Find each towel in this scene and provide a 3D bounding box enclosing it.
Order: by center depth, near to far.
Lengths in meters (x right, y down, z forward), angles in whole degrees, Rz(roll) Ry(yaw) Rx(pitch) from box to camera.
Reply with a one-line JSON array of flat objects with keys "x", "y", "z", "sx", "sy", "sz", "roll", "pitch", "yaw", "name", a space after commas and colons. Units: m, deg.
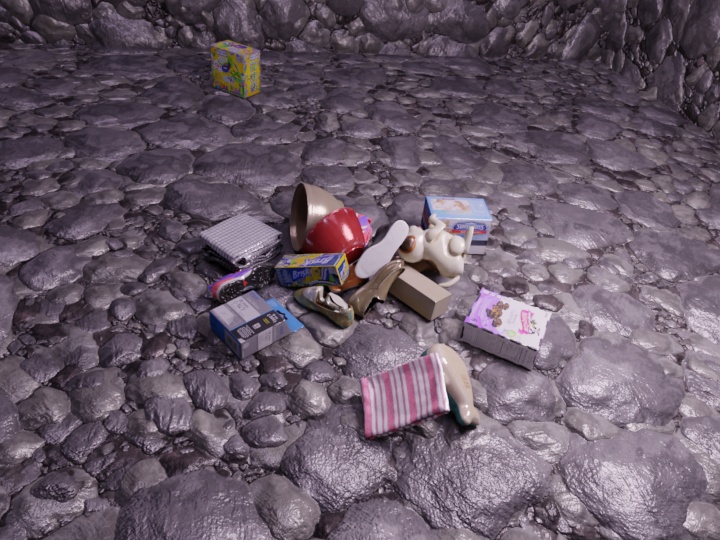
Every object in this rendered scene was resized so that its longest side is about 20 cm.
[{"x": 0.092, "y": 0.271, "z": 1.301, "sx": 0.197, "sy": 0.030, "sz": 0.148, "roll": -23, "pitch": 46, "yaw": 16, "name": "towel"}, {"x": -0.347, "y": -0.074, "z": 1.741, "sx": 0.164, "sy": 0.087, "sz": 0.199, "roll": 29, "pitch": 40, "yaw": 24, "name": "towel"}]

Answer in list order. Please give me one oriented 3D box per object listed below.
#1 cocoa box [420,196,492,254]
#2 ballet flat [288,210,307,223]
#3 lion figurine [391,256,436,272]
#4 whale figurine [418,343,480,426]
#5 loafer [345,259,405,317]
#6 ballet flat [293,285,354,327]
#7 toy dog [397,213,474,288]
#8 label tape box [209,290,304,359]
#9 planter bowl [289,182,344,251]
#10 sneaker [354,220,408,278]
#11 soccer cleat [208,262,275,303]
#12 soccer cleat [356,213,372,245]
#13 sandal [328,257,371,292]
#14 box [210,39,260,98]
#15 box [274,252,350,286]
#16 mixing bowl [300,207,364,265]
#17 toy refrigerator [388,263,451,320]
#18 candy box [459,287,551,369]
[{"x": 0.299, "y": -0.144, "z": 1.890, "sx": 0.196, "sy": 0.133, "sz": 0.134, "roll": 2, "pitch": 37, "yaw": -6, "name": "cocoa box"}, {"x": -0.135, "y": -0.182, "z": 1.922, "sx": 0.198, "sy": 0.068, "sz": 0.070, "roll": -23, "pitch": 37, "yaw": -35, "name": "ballet flat"}, {"x": 0.170, "y": -0.021, "z": 1.773, "sx": 0.198, "sy": 0.073, "sz": 0.123, "roll": -26, "pitch": 59, "yaw": -16, "name": "lion figurine"}, {"x": 0.197, "y": 0.271, "z": 1.368, "sx": 0.158, "sy": 0.103, "sz": 0.202, "roll": 19, "pitch": 40, "yaw": -54, "name": "whale figurine"}, {"x": 0.051, "y": 0.052, "z": 1.608, "sx": 0.199, "sy": 0.076, "sz": 0.068, "roll": -42, "pitch": 71, "yaw": -2, "name": "loafer"}, {"x": -0.096, "y": 0.080, "z": 1.589, "sx": 0.198, "sy": 0.072, "sz": 0.070, "roll": 29, "pitch": 42, "yaw": 27, "name": "ballet flat"}, {"x": 0.203, "y": -0.058, "z": 1.694, "sx": 0.196, "sy": 0.198, "sz": 0.140, "roll": 15, "pitch": -3, "yaw": 7, "name": "toy dog"}, {"x": -0.259, "y": 0.121, "z": 1.510, "sx": 0.198, "sy": 0.064, "sz": 0.144, "roll": -27, "pitch": 49, "yaw": -36, "name": "label tape box"}, {"x": -0.124, "y": -0.156, "z": 1.797, "sx": 0.132, "sy": 0.203, "sz": 0.201, "roll": 3, "pitch": 36, "yaw": -21, "name": "planter bowl"}, {"x": 0.048, "y": -0.056, "z": 1.664, "sx": 0.201, "sy": 0.071, "sz": 0.099, "roll": -49, "pitch": 14, "yaw": -12, "name": "sneaker"}, {"x": -0.319, "y": 0.024, "z": 1.621, "sx": 0.072, "sy": 0.069, "sz": 0.199, "roll": 19, "pitch": 35, "yaw": 38, "name": "soccer cleat"}, {"x": 0.005, "y": -0.113, "z": 1.863, "sx": 0.072, "sy": 0.069, "sz": 0.202, "roll": 9, "pitch": 35, "yaw": -11, "name": "soccer cleat"}, {"x": 0.003, "y": 0.008, "z": 1.682, "sx": 0.205, "sy": 0.080, "sz": 0.059, "roll": -28, "pitch": 10, "yaw": -28, "name": "sandal"}, {"x": -0.568, "y": -0.919, "z": 2.724, "sx": 0.198, "sy": 0.195, "sz": 0.122, "roll": 25, "pitch": 40, "yaw": 22, "name": "box"}, {"x": -0.132, "y": -0.002, "z": 1.638, "sx": 0.197, "sy": 0.065, "sz": 0.070, "roll": -1, "pitch": 33, "yaw": 26, "name": "box"}, {"x": -0.059, "y": -0.069, "z": 1.706, "sx": 0.198, "sy": 0.201, "sz": 0.109, "roll": -25, "pitch": 64, "yaw": -35, "name": "mixing bowl"}, {"x": 0.148, "y": 0.054, "z": 1.661, "sx": 0.199, "sy": 0.071, "sz": 0.075, "roll": 35, "pitch": 38, "yaw": 31, "name": "toy refrigerator"}, {"x": 0.382, "y": 0.148, "z": 1.568, "sx": 0.197, "sy": 0.073, "sz": 0.168, "roll": 20, "pitch": 39, "yaw": 18, "name": "candy box"}]
